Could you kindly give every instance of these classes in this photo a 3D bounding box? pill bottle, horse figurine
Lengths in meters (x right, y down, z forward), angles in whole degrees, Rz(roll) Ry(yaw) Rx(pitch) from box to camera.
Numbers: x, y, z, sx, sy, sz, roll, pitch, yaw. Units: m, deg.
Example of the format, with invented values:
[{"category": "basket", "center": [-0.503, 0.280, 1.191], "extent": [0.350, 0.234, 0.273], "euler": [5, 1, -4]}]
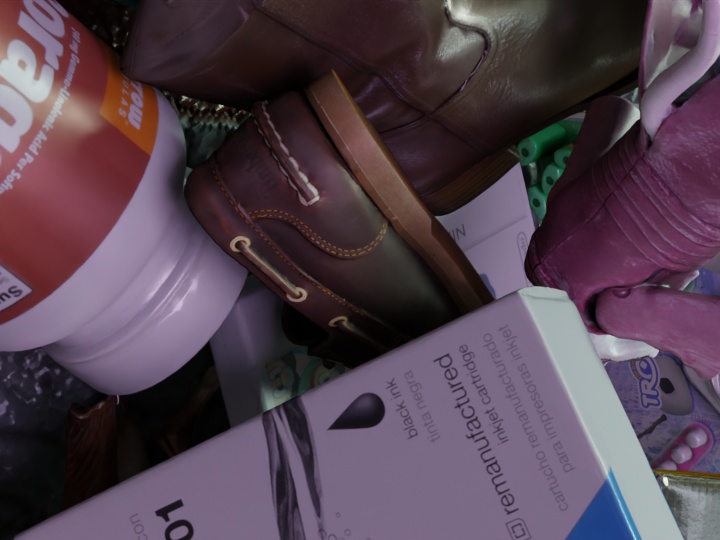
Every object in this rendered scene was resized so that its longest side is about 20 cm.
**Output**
[{"category": "pill bottle", "center": [-0.132, -0.044, 0.942], "extent": [0.200, 0.112, 0.112], "euler": [40, 78, -33]}, {"category": "horse figurine", "center": [-0.043, 0.086, 1.068], "extent": [0.200, 0.050, 0.133], "euler": [6, 95, -40]}]

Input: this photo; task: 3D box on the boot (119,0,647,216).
[{"category": "boot", "center": [0.028, -0.107, 0.963], "extent": [0.186, 0.064, 0.200], "euler": [-46, 144, 12]}]

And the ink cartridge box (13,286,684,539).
[{"category": "ink cartridge box", "center": [0.006, 0.113, 0.941], "extent": [0.200, 0.086, 0.146], "euler": [-27, 81, 13]}]

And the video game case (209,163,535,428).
[{"category": "video game case", "center": [0.025, 0.075, 1.080], "extent": [0.182, 0.024, 0.200], "euler": [-29, 110, -47]}]

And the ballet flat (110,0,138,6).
[{"category": "ballet flat", "center": [-0.044, -0.134, 0.993], "extent": [0.200, 0.072, 0.068], "euler": [-6, 134, -42]}]

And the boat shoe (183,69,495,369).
[{"category": "boat shoe", "center": [0.000, 0.000, 0.986], "extent": [0.070, 0.070, 0.200], "euler": [-35, 143, 3]}]

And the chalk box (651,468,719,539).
[{"category": "chalk box", "center": [0.085, 0.172, 1.036], "extent": [0.124, 0.124, 0.200], "euler": [9, 86, -53]}]

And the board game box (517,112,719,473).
[{"category": "board game box", "center": [0.154, 0.042, 1.095], "extent": [0.026, 0.200, 0.200], "euler": [-28, 116, -44]}]

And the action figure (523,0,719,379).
[{"category": "action figure", "center": [0.112, -0.025, 0.961], "extent": [0.149, 0.134, 0.200], "euler": [8, 132, -44]}]
